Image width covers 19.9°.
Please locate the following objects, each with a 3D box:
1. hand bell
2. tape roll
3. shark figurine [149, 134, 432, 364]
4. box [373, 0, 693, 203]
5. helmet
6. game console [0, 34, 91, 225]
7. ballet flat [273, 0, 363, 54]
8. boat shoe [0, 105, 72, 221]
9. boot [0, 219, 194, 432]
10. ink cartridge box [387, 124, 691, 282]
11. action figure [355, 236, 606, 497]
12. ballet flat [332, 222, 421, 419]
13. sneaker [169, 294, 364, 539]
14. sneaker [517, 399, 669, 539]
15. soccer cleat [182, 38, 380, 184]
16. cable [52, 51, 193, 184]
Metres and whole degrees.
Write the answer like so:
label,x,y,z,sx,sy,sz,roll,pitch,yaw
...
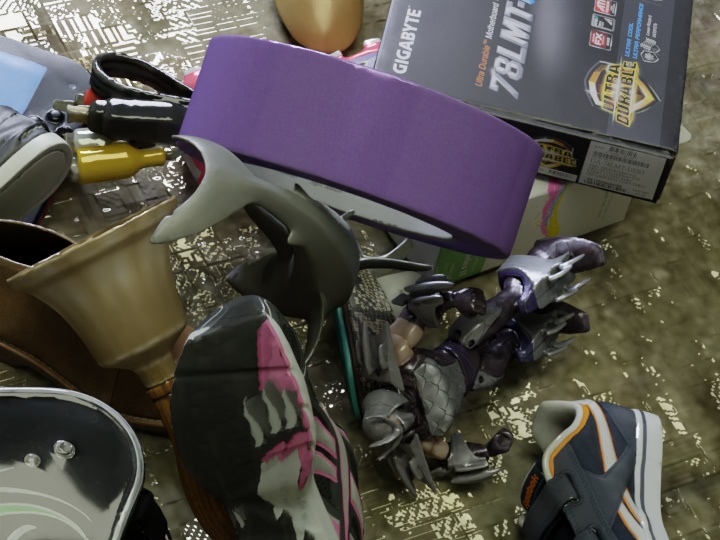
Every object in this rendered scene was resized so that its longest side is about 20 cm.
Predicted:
label,x,y,z,sx,sy,sz,roll,pitch,yaw
hand bell,-0.105,0.071,1.133,0.104,0.104,0.201,-29,96,-32
tape roll,-0.001,-0.068,1.157,0.199,0.200,0.066,18,87,2
shark figurine,-0.036,0.005,1.113,0.127,0.215,0.090,10,74,11
box,0.114,-0.147,1.342,0.197,0.050,0.201,16,46,0
helmet,-0.198,0.138,1.018,0.189,0.201,0.201,13,47,9
game console,-0.280,-0.092,1.302,0.199,0.031,0.177,18,48,3
ballet flat,-0.031,-0.242,1.468,0.068,0.063,0.201,2,50,-11
boat shoe,-0.265,-0.032,1.207,0.199,0.075,0.066,-41,70,-17
boot,-0.148,0.033,1.196,0.199,0.076,0.074,21,46,4
ink cartridge box,0.105,-0.075,1.353,0.199,0.068,0.117,-19,55,-26
action figure,0.065,0.050,1.206,0.069,0.131,0.200,16,37,35
ballet flat,0.000,0.000,1.260,0.075,0.068,0.201,-18,52,-8
sneaker,-0.044,0.095,1.105,0.080,0.201,0.086,1,32,18
sneaker,0.129,0.152,1.157,0.079,0.079,0.201,15,36,-8
soccer cleat,-0.028,-0.102,1.352,0.199,0.067,0.077,-7,64,-17
cable,-0.102,-0.087,1.292,0.199,0.050,0.097,7,46,-5
